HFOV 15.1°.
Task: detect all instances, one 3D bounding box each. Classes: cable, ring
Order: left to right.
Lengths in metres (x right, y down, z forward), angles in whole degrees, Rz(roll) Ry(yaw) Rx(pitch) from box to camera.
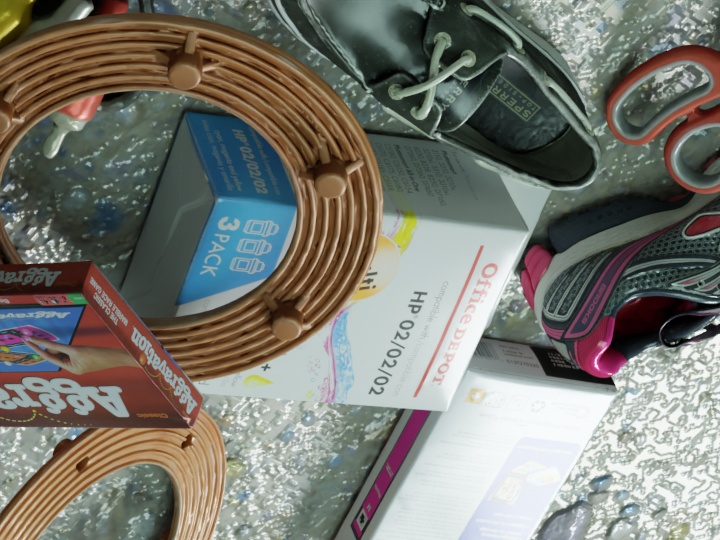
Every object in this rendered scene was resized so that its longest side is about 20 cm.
[{"bbox_3d":[-0.138,0.147,1.328,0.200,0.019,0.201,-40,147,-32],"label":"ring"},{"bbox_3d":[-0.100,-0.132,1.140,0.097,0.050,0.200,26,116,-27],"label":"cable"},{"bbox_3d":[-0.091,-0.023,1.162,0.200,0.019,0.201,0,131,0],"label":"ring"}]

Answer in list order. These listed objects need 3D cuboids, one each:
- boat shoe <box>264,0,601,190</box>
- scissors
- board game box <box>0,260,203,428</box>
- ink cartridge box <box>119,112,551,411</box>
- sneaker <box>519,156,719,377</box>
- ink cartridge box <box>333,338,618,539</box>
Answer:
[{"bbox_3d":[0.037,-0.097,1.218,0.200,0.064,0.071,27,114,-37],"label":"boat shoe"},{"bbox_3d":[0.197,-0.100,1.252,0.073,0.014,0.200,48,130,-8],"label":"scissors"},{"bbox_3d":[-0.177,0.035,1.195,0.200,0.019,0.103,-2,145,30],"label":"board game box"},{"bbox_3d":[0.000,0.000,1.282,0.200,0.068,0.115,5,127,-25],"label":"ink cartridge box"},{"bbox_3d":[0.183,-0.006,1.346,0.200,0.075,0.081,-25,133,-2],"label":"sneaker"},{"bbox_3d":[0.049,0.123,1.429,0.095,0.037,0.200,10,122,-29],"label":"ink cartridge box"}]
